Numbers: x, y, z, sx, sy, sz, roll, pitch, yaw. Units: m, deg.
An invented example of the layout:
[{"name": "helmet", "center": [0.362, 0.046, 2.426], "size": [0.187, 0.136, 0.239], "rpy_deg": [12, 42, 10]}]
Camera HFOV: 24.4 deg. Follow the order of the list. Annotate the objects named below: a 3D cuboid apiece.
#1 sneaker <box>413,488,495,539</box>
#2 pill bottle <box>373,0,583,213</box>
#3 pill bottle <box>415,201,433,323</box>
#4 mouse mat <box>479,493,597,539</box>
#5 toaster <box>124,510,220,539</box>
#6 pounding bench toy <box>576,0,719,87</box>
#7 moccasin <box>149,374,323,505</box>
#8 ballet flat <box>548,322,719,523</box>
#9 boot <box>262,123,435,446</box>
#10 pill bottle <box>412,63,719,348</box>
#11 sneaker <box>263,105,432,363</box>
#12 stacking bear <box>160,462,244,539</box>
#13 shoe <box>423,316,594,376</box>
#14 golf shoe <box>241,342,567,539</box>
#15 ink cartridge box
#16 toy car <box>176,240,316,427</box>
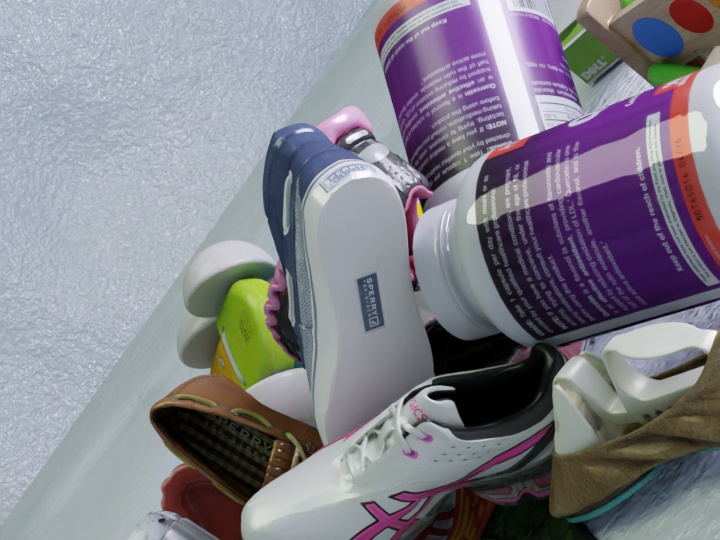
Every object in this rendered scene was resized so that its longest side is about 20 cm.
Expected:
[{"name": "sneaker", "center": [0.022, 0.171, 0.943], "size": [0.200, 0.073, 0.077], "rpy_deg": [-49, 2, -43]}, {"name": "pill bottle", "center": [0.082, -0.090, 1.035], "size": [0.112, 0.112, 0.201], "rpy_deg": [-40, 57, 48]}, {"name": "pill bottle", "center": [0.045, 0.029, 1.186], "size": [0.104, 0.104, 0.200], "rpy_deg": [-48, 13, 24]}, {"name": "mouse mat", "center": [0.061, 0.188, 0.901], "size": [0.161, 0.008, 0.200], "rpy_deg": [-53, 10, 2]}, {"name": "toaster", "center": [-0.098, 0.223, 1.017], "size": [0.114, 0.129, 0.200], "rpy_deg": [-55, -6, -13]}, {"name": "pounding bench toy", "center": [0.212, -0.149, 0.980], "size": [0.200, 0.124, 0.156], "rpy_deg": [-58, 14, -26]}, {"name": "moccasin", "center": [-0.046, 0.130, 1.052], "size": [0.078, 0.201, 0.074], "rpy_deg": [-17, -42, -60]}, {"name": "ballet flat", "center": [0.135, 0.064, 0.795], "size": [0.068, 0.072, 0.200], "rpy_deg": [-49, 7, -32]}, {"name": "boot", "center": [-0.010, 0.017, 0.946], "size": [0.090, 0.072, 0.201], "rpy_deg": [-135, 37, -54]}, {"name": "pill bottle", "center": [0.128, -0.026, 0.863], "size": [0.199, 0.113, 0.113], "rpy_deg": [-19, 30, 34]}, {"name": "sneaker", "center": [0.000, 0.000, 1.020], "size": [0.079, 0.095, 0.201], "rpy_deg": [-40, -29, -36]}, {"name": "stacking bear", "center": [-0.068, 0.173, 1.213], "size": [0.200, 0.113, 0.122], "rpy_deg": [-61, -34, -81]}, {"name": "shoe", "center": [0.040, 0.063, 1.017], "size": [0.200, 0.072, 0.091], "rpy_deg": [-24, -13, 31]}, {"name": "golf shoe", "center": [0.025, 0.094, 0.883], "size": [0.199, 0.092, 0.073], "rpy_deg": [-22, 43, -3]}, {"name": "ink cartridge box", "center": [0.200, -0.205, 1.340], "size": [0.148, 0.076, 0.200], "rpy_deg": [-39, 19, 49]}, {"name": "toy car", "center": [-0.062, 0.072, 1.396], "size": [0.149, 0.176, 0.200], "rpy_deg": [-15, -28, -18]}]
